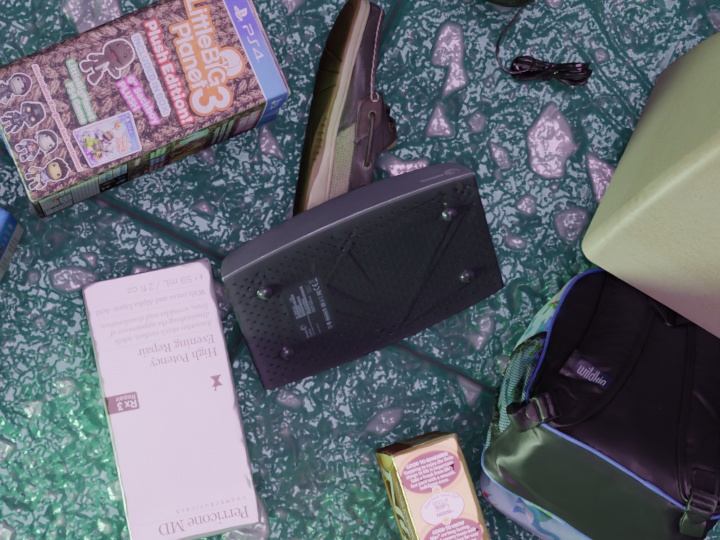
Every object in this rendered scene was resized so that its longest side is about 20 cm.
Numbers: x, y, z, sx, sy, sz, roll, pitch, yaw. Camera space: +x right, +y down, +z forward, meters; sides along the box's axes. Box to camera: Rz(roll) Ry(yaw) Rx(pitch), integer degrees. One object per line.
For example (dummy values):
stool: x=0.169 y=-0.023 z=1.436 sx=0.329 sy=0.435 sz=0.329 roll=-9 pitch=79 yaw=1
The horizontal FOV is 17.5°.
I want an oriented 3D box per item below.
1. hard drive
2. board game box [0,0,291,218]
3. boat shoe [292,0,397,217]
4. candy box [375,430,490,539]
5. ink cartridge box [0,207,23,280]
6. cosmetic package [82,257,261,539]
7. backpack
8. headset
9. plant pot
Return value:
hard drive: x=0.000 y=0.000 z=1.730 sx=0.199 sy=0.042 sz=0.135 roll=-23 pitch=133 yaw=-5
board game box: x=-0.164 y=-0.125 z=1.695 sx=0.199 sy=0.159 sz=0.097 roll=-23 pitch=90 yaw=-7
boat shoe: x=-0.005 y=-0.103 z=1.757 sx=0.066 sy=0.072 sz=0.202 roll=12 pitch=93 yaw=-14
candy box: x=0.070 y=0.221 z=1.723 sx=0.055 sy=0.115 sz=0.201 roll=-17 pitch=89 yaw=-7
ink cartridge box: x=-0.322 y=0.039 z=1.678 sx=0.084 sy=0.146 sz=0.201 roll=24 pitch=84 yaw=-3
cosmetic package: x=-0.140 y=0.100 z=1.730 sx=0.101 sy=0.074 sz=0.201 roll=-13 pitch=87 yaw=-6
backpack: x=0.183 y=0.109 z=1.714 sx=0.182 sy=0.147 sz=0.201 roll=29 pitch=44 yaw=-7
headset: x=0.134 y=-0.237 z=1.752 sx=0.093 sy=0.124 sz=0.201 roll=10 pitch=117 yaw=20
plant pot: x=0.309 y=-0.076 z=1.694 sx=0.199 sy=0.177 sz=0.200 roll=30 pitch=56 yaw=-3
